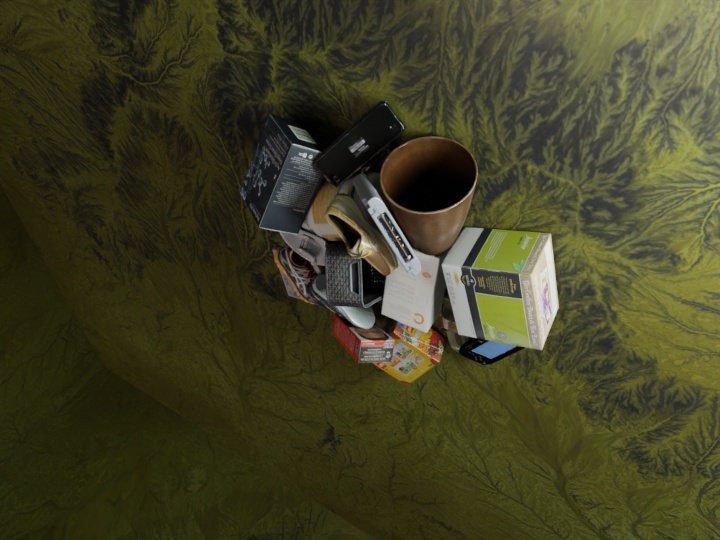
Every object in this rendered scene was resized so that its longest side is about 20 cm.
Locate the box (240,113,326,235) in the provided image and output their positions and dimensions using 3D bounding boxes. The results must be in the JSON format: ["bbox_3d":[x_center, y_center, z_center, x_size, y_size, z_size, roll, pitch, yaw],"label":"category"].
[{"bbox_3d":[-0.169,-0.210,1.219,0.149,0.105,0.203,53,125,43],"label":"box"}]

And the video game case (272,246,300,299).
[{"bbox_3d":[-0.156,0.023,1.622,0.196,0.022,0.185,13,135,30],"label":"video game case"}]

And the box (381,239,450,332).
[{"bbox_3d":[0.130,0.019,1.275,0.122,0.097,0.204,21,125,22],"label":"box"}]

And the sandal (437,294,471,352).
[{"bbox_3d":[0.229,0.138,1.378,0.078,0.058,0.204,1,128,39],"label":"sandal"}]

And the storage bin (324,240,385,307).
[{"bbox_3d":[0.000,0.000,1.286,0.091,0.199,0.139,1,100,22],"label":"storage bin"}]

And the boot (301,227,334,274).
[{"bbox_3d":[-0.082,-0.064,1.420,0.158,0.079,0.212,44,154,6],"label":"boot"}]

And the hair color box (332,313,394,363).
[{"bbox_3d":[0.004,0.176,1.471,0.200,0.099,0.063,-144,60,-61],"label":"hair color box"}]

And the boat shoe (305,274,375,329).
[{"bbox_3d":[-0.053,0.084,1.452,0.199,0.072,0.091,40,156,-12],"label":"boat shoe"}]

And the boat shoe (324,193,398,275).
[{"bbox_3d":[-0.002,-0.060,1.129,0.201,0.067,0.074,49,142,-11],"label":"boat shoe"}]

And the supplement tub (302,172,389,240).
[{"bbox_3d":[-0.031,-0.141,1.248,0.196,0.145,0.147,3,130,38],"label":"supplement tub"}]

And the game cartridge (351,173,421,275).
[{"bbox_3d":[0.052,-0.095,1.104,0.201,0.040,0.134,55,-176,-34],"label":"game cartridge"}]

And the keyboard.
[{"bbox_3d":[0.003,-0.252,1.141,0.198,0.040,0.104,-35,113,20],"label":"keyboard"}]

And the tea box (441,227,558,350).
[{"bbox_3d":[0.296,0.035,1.155,0.193,0.134,0.203,9,134,35],"label":"tea box"}]

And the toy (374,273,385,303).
[{"bbox_3d":[0.067,0.031,1.418,0.113,0.047,0.203,17,138,25],"label":"toy"}]

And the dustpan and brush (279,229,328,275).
[{"bbox_3d":[-0.119,-0.038,1.358,0.137,0.058,0.200,22,171,23],"label":"dustpan and brush"}]

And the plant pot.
[{"bbox_3d":[0.140,-0.127,1.112,0.184,0.189,0.202,21,154,22],"label":"plant pot"}]

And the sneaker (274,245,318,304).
[{"bbox_3d":[-0.154,0.012,1.531,0.200,0.079,0.077,47,133,-11],"label":"sneaker"}]

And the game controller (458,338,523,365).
[{"bbox_3d":[0.325,0.179,1.333,0.102,0.043,0.200,15,148,-21],"label":"game controller"}]

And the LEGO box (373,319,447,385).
[{"bbox_3d":[0.122,0.217,1.517,0.147,0.078,0.200,33,143,-5],"label":"LEGO box"}]
